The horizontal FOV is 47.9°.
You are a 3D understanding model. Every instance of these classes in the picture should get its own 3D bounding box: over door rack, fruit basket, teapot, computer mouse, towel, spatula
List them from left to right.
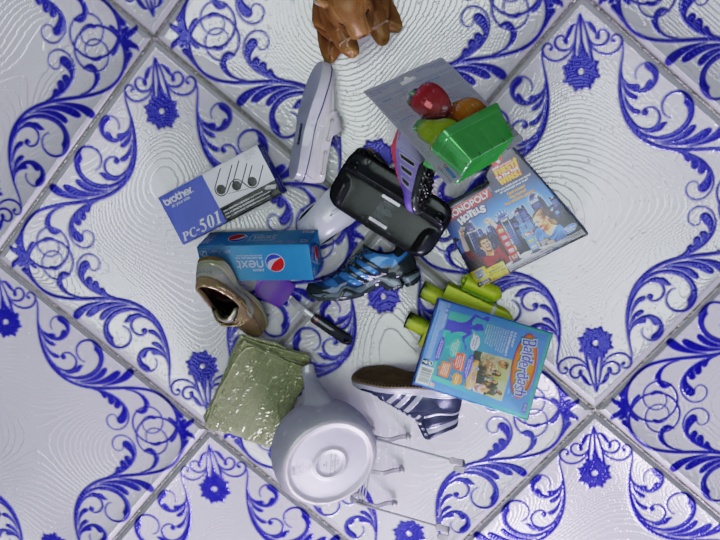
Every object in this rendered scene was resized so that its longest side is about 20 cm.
[{"bbox_3d":[-0.184,0.217,1.459,0.148,0.036,0.200,22,104,-14],"label":"towel"},{"bbox_3d":[-0.097,0.072,1.437,0.200,0.021,0.057,36,102,-4],"label":"spatula"},{"bbox_3d":[-0.074,0.304,1.425,0.197,0.146,0.200,40,91,-28],"label":"teapot"},{"bbox_3d":[-0.026,-0.113,1.377,0.200,0.044,0.110,-42,97,12],"label":"computer mouse"},{"bbox_3d":[0.088,0.377,1.456,0.200,0.067,0.148,16,104,23],"label":"over door rack"},{"bbox_3d":[0.129,-0.234,1.262,0.200,0.185,0.094,45,144,18],"label":"fruit basket"}]

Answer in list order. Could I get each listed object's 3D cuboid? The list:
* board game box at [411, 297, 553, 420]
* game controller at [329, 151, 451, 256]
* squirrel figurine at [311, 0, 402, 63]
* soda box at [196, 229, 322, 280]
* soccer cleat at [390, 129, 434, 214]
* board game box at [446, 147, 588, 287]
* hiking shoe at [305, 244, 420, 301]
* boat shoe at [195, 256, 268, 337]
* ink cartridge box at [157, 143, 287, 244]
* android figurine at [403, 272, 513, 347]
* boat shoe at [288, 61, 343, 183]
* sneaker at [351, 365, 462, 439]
[{"bbox_3d":[0.202,0.146,1.352,0.200,0.045,0.152,18,86,3],"label":"board game box"},{"bbox_3d":[0.047,-0.108,1.333,0.200,0.042,0.104,33,112,5],"label":"game controller"},{"bbox_3d":[-0.026,-0.426,1.233,0.141,0.187,0.200,-15,101,9],"label":"squirrel figurine"},{"bbox_3d":[-0.171,-0.025,1.382,0.200,0.064,0.068,0,115,14],"label":"soda box"},{"bbox_3d":[0.080,-0.175,1.302,0.073,0.068,0.200,0,61,16],"label":"soccer cleat"},{"bbox_3d":[0.240,-0.106,1.343,0.200,0.062,0.200,-27,96,14],"label":"board game box"},{"bbox_3d":[0.000,0.000,1.393,0.200,0.074,0.087,-13,94,-2],"label":"hiking shoe"},{"bbox_3d":[-0.224,0.060,1.379,0.074,0.066,0.200,-9,138,25],"label":"boat shoe"},{"bbox_3d":[-0.236,-0.131,1.393,0.200,0.044,0.094,-26,97,11],"label":"ink cartridge box"},{"bbox_3d":[0.182,0.100,1.407,0.200,0.041,0.182,23,103,0],"label":"android figurine"},{"bbox_3d":[-0.064,-0.242,1.348,0.070,0.071,0.200,8,101,-24],"label":"boat shoe"},{"bbox_3d":[0.081,0.233,1.432,0.200,0.070,0.109,4,117,15],"label":"sneaker"}]
